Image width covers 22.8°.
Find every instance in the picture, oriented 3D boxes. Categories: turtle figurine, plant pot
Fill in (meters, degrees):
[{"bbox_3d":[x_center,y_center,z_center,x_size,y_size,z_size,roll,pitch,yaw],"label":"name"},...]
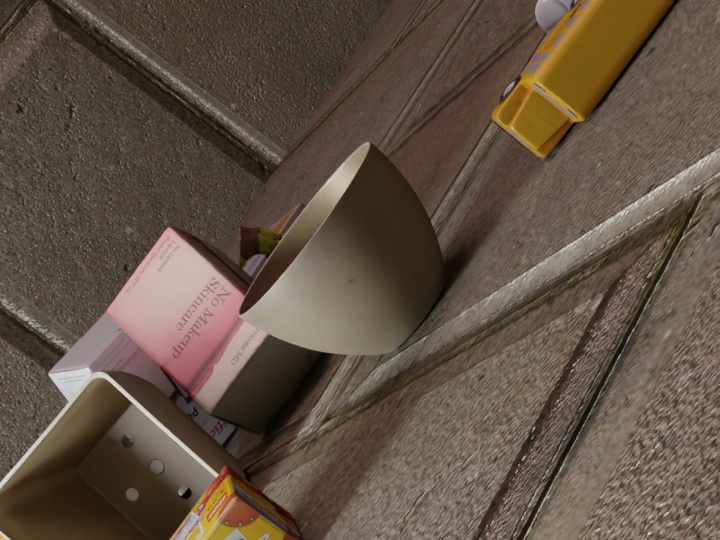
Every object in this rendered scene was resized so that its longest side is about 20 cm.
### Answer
[{"bbox_3d":[-0.055,-0.023,1.988,0.200,0.161,0.065,-97,9,-66],"label":"turtle figurine"},{"bbox_3d":[-0.232,0.222,1.847,0.200,0.200,0.177,-49,-1,12],"label":"plant pot"},{"bbox_3d":[0.000,0.000,1.651,0.200,0.134,0.200,-52,9,11],"label":"plant pot"}]

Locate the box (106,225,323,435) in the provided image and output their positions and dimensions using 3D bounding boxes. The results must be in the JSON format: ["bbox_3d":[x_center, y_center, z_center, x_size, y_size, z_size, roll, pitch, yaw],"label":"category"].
[{"bbox_3d":[-0.159,0.065,1.958,0.128,0.200,0.109,-53,-33,4],"label":"box"}]

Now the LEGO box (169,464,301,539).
[{"bbox_3d":[-0.137,0.274,1.477,0.200,0.077,0.149,-53,8,-2],"label":"LEGO box"}]

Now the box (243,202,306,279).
[{"bbox_3d":[-0.101,0.034,2.165,0.200,0.101,0.112,-57,10,-23],"label":"box"}]

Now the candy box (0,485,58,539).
[{"bbox_3d":[-0.364,0.336,1.943,0.116,0.200,0.056,-8,23,9],"label":"candy box"}]

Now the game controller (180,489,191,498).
[{"bbox_3d":[-0.233,0.279,2.133,0.104,0.042,0.200,-31,20,30],"label":"game controller"}]

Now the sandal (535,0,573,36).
[{"bbox_3d":[0.255,-0.283,1.657,0.207,0.079,0.059,-38,14,30],"label":"sandal"}]

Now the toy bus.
[{"bbox_3d":[0.203,-0.197,1.595,0.200,0.065,0.078,-53,10,-2],"label":"toy bus"}]

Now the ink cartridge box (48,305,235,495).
[{"bbox_3d":[-0.245,0.147,2.092,0.083,0.200,0.145,-11,31,44],"label":"ink cartridge box"}]
